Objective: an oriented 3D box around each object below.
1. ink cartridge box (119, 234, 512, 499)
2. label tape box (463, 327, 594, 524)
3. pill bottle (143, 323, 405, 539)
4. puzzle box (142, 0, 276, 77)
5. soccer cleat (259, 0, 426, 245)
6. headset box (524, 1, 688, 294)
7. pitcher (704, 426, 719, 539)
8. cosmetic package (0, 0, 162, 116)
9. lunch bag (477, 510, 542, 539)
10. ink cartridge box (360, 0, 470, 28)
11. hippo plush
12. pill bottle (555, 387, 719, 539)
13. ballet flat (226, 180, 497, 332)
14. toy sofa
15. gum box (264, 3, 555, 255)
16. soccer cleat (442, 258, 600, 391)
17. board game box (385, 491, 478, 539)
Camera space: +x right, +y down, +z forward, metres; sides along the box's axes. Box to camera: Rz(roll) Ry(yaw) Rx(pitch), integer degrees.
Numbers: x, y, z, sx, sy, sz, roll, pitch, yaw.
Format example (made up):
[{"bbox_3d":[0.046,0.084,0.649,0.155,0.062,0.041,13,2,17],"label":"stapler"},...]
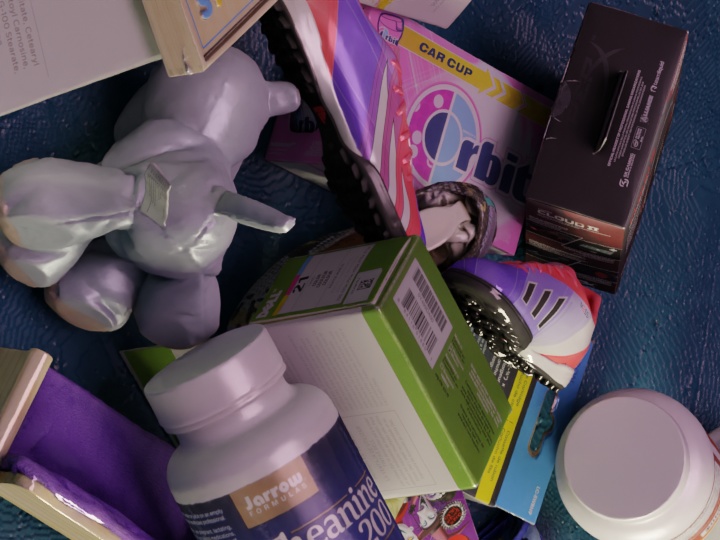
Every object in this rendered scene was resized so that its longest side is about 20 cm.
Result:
[{"bbox_3d":[-0.029,0.070,1.509,0.148,0.199,0.076,61,37,-27],"label":"ink cartridge box"},{"bbox_3d":[0.059,0.074,1.661,0.200,0.063,0.145,31,74,-40],"label":"label tape box"},{"bbox_3d":[-0.047,0.138,1.433,0.111,0.111,0.201,-36,104,-35],"label":"pill bottle"},{"bbox_3d":[-0.075,-0.210,1.347,0.200,0.025,0.134,-53,132,-51],"label":"puzzle box"},{"bbox_3d":[0.006,-0.097,1.481,0.073,0.068,0.201,-28,101,-18],"label":"soccer cleat"},{"bbox_3d":[0.169,-0.084,1.671,0.200,0.075,0.149,77,31,-74],"label":"headset box"},{"bbox_3d":[0.302,0.227,1.875,0.171,0.121,0.200,-39,130,-17],"label":"pitcher"},{"bbox_3d":[-0.233,-0.170,1.303,0.200,0.167,0.167,-25,109,-38],"label":"cosmetic package"},{"bbox_3d":[0.102,0.275,1.711,0.200,0.094,0.151,-43,118,-43],"label":"lunch bag"},{"bbox_3d":[0.013,-0.228,1.557,0.199,0.067,0.117,11,43,-42],"label":"ink cartridge box"},{"bbox_3d":[-0.127,-0.069,1.429,0.159,0.200,0.161,19,57,-11],"label":"hippo plush"},{"bbox_3d":[0.198,0.143,1.707,0.200,0.112,0.113,40,63,-73],"label":"pill bottle"},{"bbox_3d":[0.000,0.000,1.550,0.200,0.072,0.072,-30,116,-7],"label":"ballet flat"},{"bbox_3d":[-0.150,0.128,1.452,0.200,0.097,0.083,38,68,-37],"label":"toy sofa"},{"bbox_3d":[0.033,-0.096,1.622,0.200,0.066,0.114,24,78,-41],"label":"gum box"},{"bbox_3d":[0.106,0.018,1.563,0.073,0.068,0.200,-58,153,-4],"label":"soccer cleat"},{"bbox_3d":[-0.016,0.195,1.581,0.200,0.032,0.120,-33,129,-19],"label":"board game box"}]
